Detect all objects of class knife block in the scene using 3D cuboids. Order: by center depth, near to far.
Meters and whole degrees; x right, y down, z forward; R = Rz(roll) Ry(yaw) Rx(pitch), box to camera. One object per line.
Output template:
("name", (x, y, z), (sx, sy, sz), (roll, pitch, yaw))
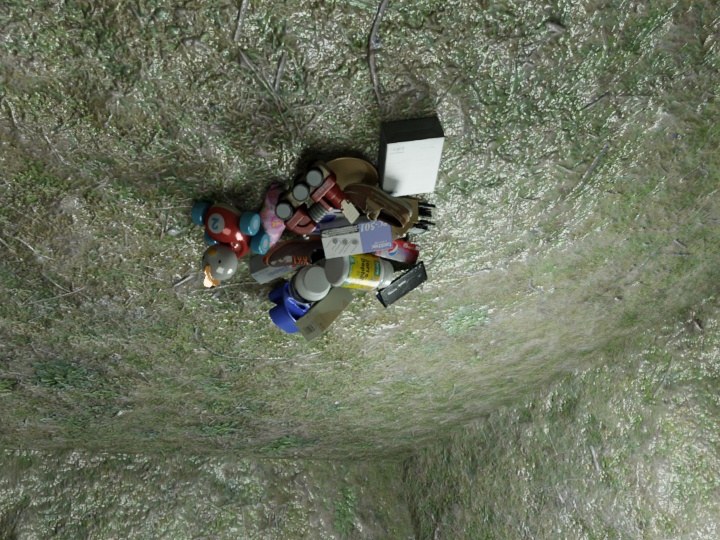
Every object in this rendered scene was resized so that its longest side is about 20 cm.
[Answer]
("knife block", (0.128, -0.182, 1.676), (0.201, 0.176, 0.064), (50, 156, -11))

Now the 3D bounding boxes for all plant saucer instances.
("plant saucer", (-0.051, -0.244, 1.549), (0.196, 0.036, 0.202), (-9, 148, -6))

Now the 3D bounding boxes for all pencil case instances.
("pencil case", (-0.244, -0.145, 1.591), (0.086, 0.089, 0.201), (4, 143, -24))

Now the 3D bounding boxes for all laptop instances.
("laptop", (0.125, 0.031, 1.905), (0.176, 0.104, 0.201), (-34, 149, -4))

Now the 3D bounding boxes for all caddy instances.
("caddy", (-0.227, 0.127, 1.943), (0.103, 0.144, 0.200), (-21, 147, 19))

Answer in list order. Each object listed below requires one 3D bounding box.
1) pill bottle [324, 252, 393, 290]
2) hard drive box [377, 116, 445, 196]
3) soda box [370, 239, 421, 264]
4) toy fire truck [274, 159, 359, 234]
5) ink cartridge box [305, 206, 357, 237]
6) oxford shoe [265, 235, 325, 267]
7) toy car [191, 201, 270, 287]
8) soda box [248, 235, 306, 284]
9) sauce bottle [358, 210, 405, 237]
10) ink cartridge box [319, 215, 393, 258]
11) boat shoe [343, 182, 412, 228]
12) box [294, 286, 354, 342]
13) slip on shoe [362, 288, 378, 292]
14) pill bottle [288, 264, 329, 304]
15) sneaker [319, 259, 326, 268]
("pill bottle", (0.000, 0.000, 1.731), (0.197, 0.115, 0.113), (9, 142, -38))
("hard drive box", (0.127, -0.292, 1.502), (0.152, 0.078, 0.202), (-7, 146, -8))
("soda box", (0.098, -0.071, 1.788), (0.198, 0.069, 0.065), (13, 99, -45))
("toy fire truck", (-0.099, -0.161, 1.475), (0.176, 0.129, 0.200), (-43, 109, 16))
("ink cartridge box", (-0.086, -0.144, 1.639), (0.093, 0.038, 0.200), (2, 162, -23))
("oxford shoe", (-0.176, -0.047, 1.660), (0.196, 0.073, 0.072), (-19, 130, -14))
("toy car", (-0.369, -0.054, 1.514), (0.181, 0.203, 0.178), (11, 151, 16))
("soda box", (-0.244, -0.031, 1.772), (0.197, 0.064, 0.068), (-22, 145, 13))
("sauce bottle", (0.051, -0.143, 1.708), (0.197, 0.066, 0.065), (9, 142, -32))
("ink cartridge box", (-0.011, -0.098, 1.608), (0.196, 0.044, 0.096), (-9, 120, 3))
("boat shoe", (0.042, -0.172, 1.531), (0.196, 0.073, 0.076), (20, 149, 4))
("box", (-0.112, 0.128, 1.828), (0.078, 0.200, 0.095), (50, 135, -5))
("slip on shoe", (-0.030, 0.029, 1.906), (0.196, 0.062, 0.076), (9, -170, 28))
("pill bottle", (-0.157, 0.043, 1.803), (0.109, 0.114, 0.200), (-1, 172, -18))
("sneaker", (-0.026, -0.024, 1.850), (0.196, 0.074, 0.112), (-19, 145, 6))
